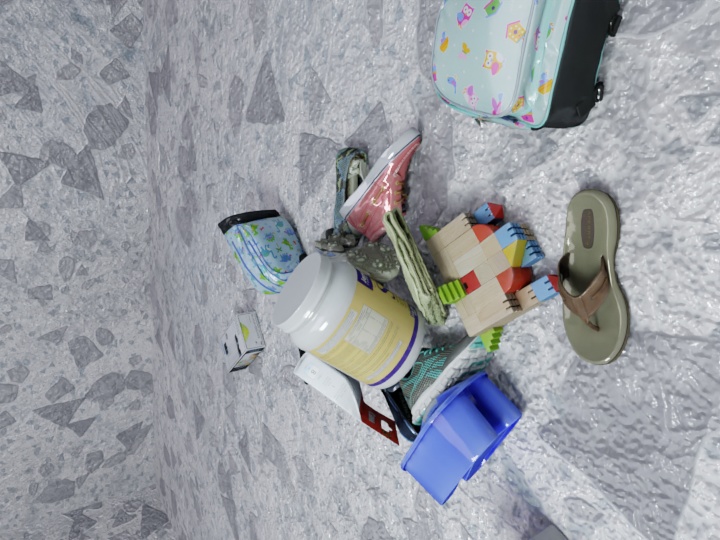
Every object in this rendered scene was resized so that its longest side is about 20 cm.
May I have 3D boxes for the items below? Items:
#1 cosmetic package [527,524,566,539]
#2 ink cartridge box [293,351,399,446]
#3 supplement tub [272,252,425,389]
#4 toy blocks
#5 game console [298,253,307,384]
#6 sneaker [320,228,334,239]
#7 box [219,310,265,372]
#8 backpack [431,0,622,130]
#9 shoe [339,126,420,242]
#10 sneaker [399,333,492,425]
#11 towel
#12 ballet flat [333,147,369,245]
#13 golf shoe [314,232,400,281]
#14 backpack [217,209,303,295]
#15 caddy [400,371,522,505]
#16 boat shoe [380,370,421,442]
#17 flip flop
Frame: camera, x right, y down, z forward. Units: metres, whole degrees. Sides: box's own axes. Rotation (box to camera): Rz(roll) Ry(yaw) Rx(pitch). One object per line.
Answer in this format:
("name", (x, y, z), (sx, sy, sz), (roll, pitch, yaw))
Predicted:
("cosmetic package", (0.198, 0.410, 0.619), (0.107, 0.199, 0.091), (46, 130, 44))
("ink cartridge box", (-0.010, 0.198, 0.851), (0.047, 0.199, 0.160), (-56, -3, -2))
("supplement tub", (-0.017, 0.076, 0.776), (0.145, 0.199, 0.146), (-44, 26, 28))
("toy blocks", (0.178, -0.011, 0.685), (0.137, 0.100, 0.201), (-39, 64, 38))
("game console", (-0.115, 0.096, 1.056), (0.176, 0.116, 0.201), (38, 141, 47))
("sneaker", (-0.025, -0.009, 1.003), (0.074, 0.080, 0.201), (57, -169, -52))
("box", (-0.355, 0.214, 1.517), (0.200, 0.060, 0.117), (-43, 61, 50))
("backpack", (0.168, -0.259, 0.596), (0.200, 0.152, 0.177), (40, 132, 54))
("shoe", (0.054, -0.136, 0.858), (0.091, 0.071, 0.200), (44, 118, 4))
("sneaker", (0.121, 0.145, 0.779), (0.200, 0.077, 0.091), (-55, 49, 27))
("towel", (0.082, 0.001, 0.759), (0.200, 0.036, 0.149), (47, -159, -67))
("ballet flat", (-0.012, -0.130, 0.947), (0.074, 0.074, 0.202), (2, 96, 55))
("golf shoe", (0.000, 0.000, 0.870), (0.200, 0.078, 0.098), (24, 127, 52))
("backpack", (-0.214, -0.042, 1.190), (0.153, 0.163, 0.201), (-16, 89, 41))
("caddy", (0.133, 0.230, 0.723), (0.105, 0.141, 0.201), (43, 130, 28))
("boat shoe", (0.073, 0.191, 0.877), (0.201, 0.084, 0.069), (61, 161, 8))
("flip flop", (0.258, 0.008, 0.584), (0.081, 0.057, 0.202), (5, 100, 55))
